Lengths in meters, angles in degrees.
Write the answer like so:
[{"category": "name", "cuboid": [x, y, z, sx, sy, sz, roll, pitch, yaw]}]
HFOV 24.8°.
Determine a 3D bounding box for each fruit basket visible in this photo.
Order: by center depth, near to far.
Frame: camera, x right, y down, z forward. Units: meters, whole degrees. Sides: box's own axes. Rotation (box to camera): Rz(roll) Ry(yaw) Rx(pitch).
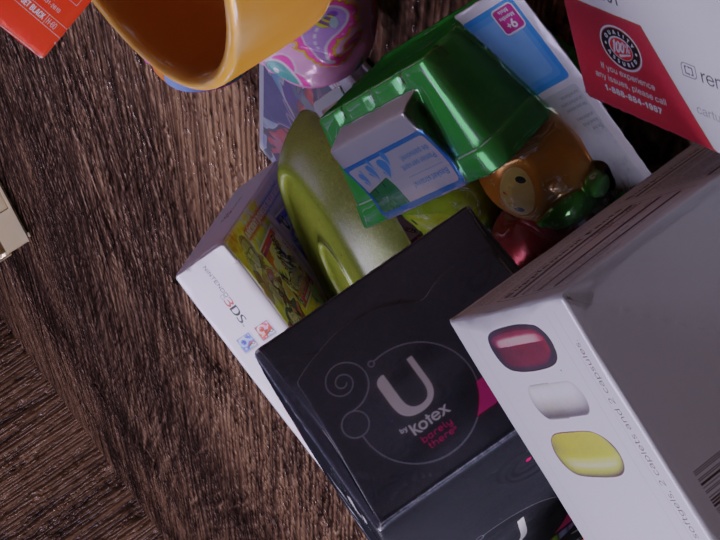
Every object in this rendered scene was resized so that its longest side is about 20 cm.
[{"category": "fruit basket", "cuboid": [0.076, -0.028, 0.811, 0.201, 0.094, 0.185, 56, 149, -9]}]

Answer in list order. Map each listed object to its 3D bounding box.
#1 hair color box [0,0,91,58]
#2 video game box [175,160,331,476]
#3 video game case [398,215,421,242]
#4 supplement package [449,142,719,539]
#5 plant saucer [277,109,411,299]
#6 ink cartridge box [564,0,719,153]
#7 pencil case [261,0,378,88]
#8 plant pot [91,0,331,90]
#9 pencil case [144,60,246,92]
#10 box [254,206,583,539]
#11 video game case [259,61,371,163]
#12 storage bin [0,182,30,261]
[{"category": "hair color box", "cuboid": [-0.151, -0.227, 0.907, 0.101, 0.200, 0.061, 41, -179, 39]}, {"category": "video game box", "cuboid": [-0.032, 0.034, 1.069, 0.183, 0.047, 0.200, 56, -165, -11]}, {"category": "video game case", "cuboid": [0.099, 0.067, 0.996, 0.181, 0.036, 0.201, 14, 135, 52]}, {"category": "supplement package", "cuboid": [0.162, 0.057, 0.644, 0.201, 0.155, 0.111, 57, 162, -4]}, {"category": "plant saucer", "cuboid": [0.000, 0.000, 0.978, 0.201, 0.031, 0.200, 59, 170, 17]}, {"category": "ink cartridge box", "cuboid": [0.127, -0.141, 0.543, 0.146, 0.083, 0.201, 34, 152, 50]}, {"category": "pencil case", "cuboid": [-0.033, -0.188, 0.866, 0.087, 0.087, 0.200, 47, 160, 26]}, {"category": "plant pot", "cuboid": [-0.037, -0.207, 0.686, 0.200, 0.183, 0.201, 47, 158, 26]}, {"category": "pencil case", "cuboid": [-0.115, -0.204, 1.049, 0.088, 0.088, 0.201, 45, 159, 30]}, {"category": "box", "cuboid": [0.045, 0.081, 0.787, 0.106, 0.122, 0.200, 52, 174, 27]}, {"category": "video game case", "cuboid": [-0.008, -0.076, 1.083, 0.182, 0.023, 0.200, 50, 161, 20]}, {"category": "storage bin", "cuboid": [-0.569, -0.121, 2.306, 0.198, 0.093, 0.201, 28, 146, 56]}]
